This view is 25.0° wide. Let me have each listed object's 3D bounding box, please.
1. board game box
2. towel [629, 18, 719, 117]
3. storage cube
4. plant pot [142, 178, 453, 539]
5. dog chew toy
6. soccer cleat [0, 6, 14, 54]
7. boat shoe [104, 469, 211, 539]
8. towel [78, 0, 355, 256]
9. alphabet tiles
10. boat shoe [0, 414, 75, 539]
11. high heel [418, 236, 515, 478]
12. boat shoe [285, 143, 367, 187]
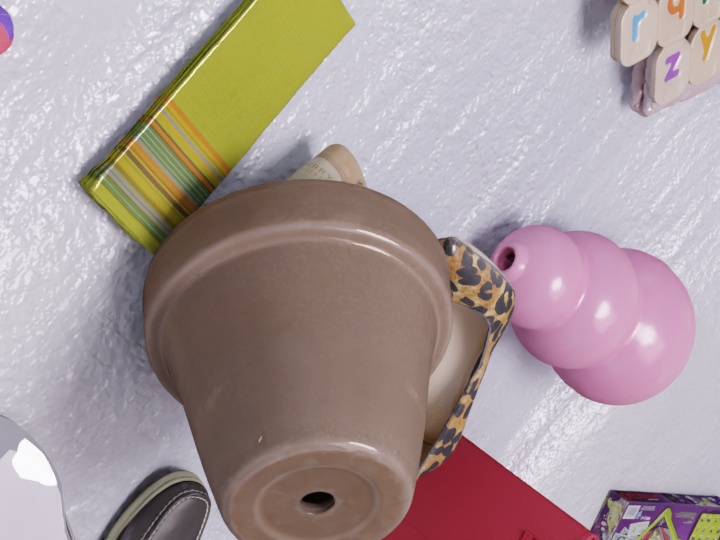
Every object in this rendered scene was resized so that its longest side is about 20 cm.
[{"bbox_3d":[0.285,0.275,1.591,0.199,0.032,0.121,12,103,-46],"label":"board game box"},{"bbox_3d":[0.288,-0.235,1.263,0.199,0.032,0.193,-25,129,-31],"label":"towel"},{"bbox_3d":[0.085,0.260,1.274,0.171,0.179,0.201,-42,136,-15],"label":"storage cube"},{"bbox_3d":[-0.031,0.075,0.989,0.198,0.176,0.202,-5,135,-5],"label":"plant pot"},{"bbox_3d":[0.172,0.027,1.259,0.199,0.124,0.125,27,96,-41],"label":"dog chew toy"},{"bbox_3d":[-0.259,-0.124,0.789,0.198,0.067,0.077,-13,119,-35],"label":"soccer cleat"},{"bbox_3d":[-0.155,0.235,1.112,0.072,0.066,0.202,33,91,-48],"label":"boat shoe"},{"bbox_3d":[-0.085,-0.105,1.003,0.200,0.018,0.086,-50,144,-8],"label":"towel"},{"bbox_3d":[0.257,-0.229,1.203,0.199,0.015,0.197,-29,132,-29],"label":"alphabet tiles"},{"bbox_3d":[-0.209,0.176,1.024,0.072,0.066,0.201,-32,113,-20],"label":"boat shoe"},{"bbox_3d":[0.054,0.068,1.155,0.200,0.071,0.144,74,39,-64],"label":"high heel"},{"bbox_3d":[0.000,0.000,1.106,0.065,0.071,0.201,-47,144,-21],"label":"boat shoe"}]
